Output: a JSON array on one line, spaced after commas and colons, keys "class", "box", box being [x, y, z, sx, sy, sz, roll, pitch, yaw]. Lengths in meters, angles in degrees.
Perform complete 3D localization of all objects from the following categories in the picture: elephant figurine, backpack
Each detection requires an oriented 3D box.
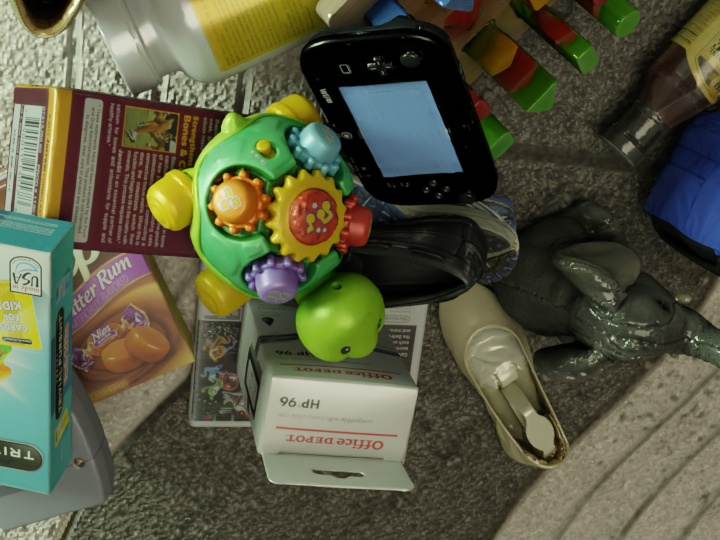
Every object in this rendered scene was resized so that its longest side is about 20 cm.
[{"class": "elephant figurine", "box": [0.198, 0.028, 1.007, 0.155, 0.200, 0.142, -35, 114, 3]}, {"class": "backpack", "box": [0.345, -0.061, 1.008, 0.162, 0.200, 0.168, 26, 94, -18]}]

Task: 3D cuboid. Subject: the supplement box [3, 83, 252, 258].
[{"class": "supplement box", "box": [-0.152, -0.069, 0.912, 0.200, 0.086, 0.111, 4, 96, -36]}]

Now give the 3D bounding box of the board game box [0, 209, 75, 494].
[{"class": "board game box", "box": [-0.277, 0.051, 0.848, 0.151, 0.047, 0.200, 11, 120, 4]}]

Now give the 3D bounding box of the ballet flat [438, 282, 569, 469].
[{"class": "ballet flat", "box": [0.132, 0.098, 1.095, 0.069, 0.069, 0.200, -30, 114, 1]}]

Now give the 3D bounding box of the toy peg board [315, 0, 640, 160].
[{"class": "toy peg board", "box": [0.104, -0.191, 0.901, 0.200, 0.098, 0.199, -44, 153, 6]}]

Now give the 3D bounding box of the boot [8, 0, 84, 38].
[{"class": "boot", "box": [-0.208, -0.265, 0.829, 0.073, 0.155, 0.201, 5, 110, -14]}]

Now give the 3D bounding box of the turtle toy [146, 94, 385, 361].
[{"class": "turtle toy", "box": [-0.047, -0.024, 0.878, 0.146, 0.101, 0.200, -38, 118, -24]}]

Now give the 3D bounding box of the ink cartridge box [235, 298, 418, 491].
[{"class": "ink cartridge box", "box": [-0.027, 0.091, 0.960, 0.116, 0.200, 0.068, 5, 110, -15]}]

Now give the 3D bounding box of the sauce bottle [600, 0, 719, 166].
[{"class": "sauce bottle", "box": [0.283, -0.171, 1.023, 0.066, 0.066, 0.200, 37, 101, -22]}]

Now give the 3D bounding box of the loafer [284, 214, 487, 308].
[{"class": "loafer", "box": [0.000, 0.000, 0.966, 0.200, 0.070, 0.068, -7, 124, 23]}]

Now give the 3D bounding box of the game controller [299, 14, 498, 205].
[{"class": "game controller", "box": [0.031, -0.105, 0.871, 0.104, 0.042, 0.200, -10, 147, 14]}]

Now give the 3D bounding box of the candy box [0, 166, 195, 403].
[{"class": "candy box", "box": [-0.225, 0.004, 0.987, 0.116, 0.056, 0.200, -23, 113, -1]}]

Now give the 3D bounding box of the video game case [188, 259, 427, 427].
[{"class": "video game case", "box": [-0.043, 0.051, 1.063, 0.199, 0.023, 0.182, 2, 110, -14]}]

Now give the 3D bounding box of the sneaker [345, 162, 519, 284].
[{"class": "sneaker", "box": [0.036, -0.053, 1.017, 0.199, 0.085, 0.077, 19, 133, 2]}]

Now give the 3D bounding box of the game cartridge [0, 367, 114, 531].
[{"class": "game cartridge", "box": [-0.272, 0.101, 0.923, 0.133, 0.041, 0.200, -16, 115, 21]}]

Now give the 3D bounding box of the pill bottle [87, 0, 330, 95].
[{"class": "pill bottle", "box": [-0.091, -0.205, 0.902, 0.200, 0.112, 0.112, -24, 114, -2]}]
